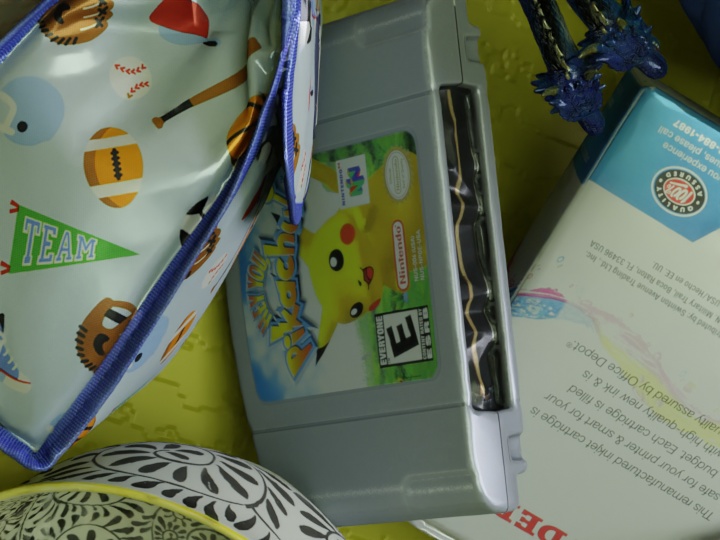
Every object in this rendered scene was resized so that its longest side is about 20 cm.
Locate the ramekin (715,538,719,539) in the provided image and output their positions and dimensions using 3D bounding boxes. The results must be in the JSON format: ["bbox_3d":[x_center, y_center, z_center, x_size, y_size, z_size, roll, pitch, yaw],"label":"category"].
[{"bbox_3d":[0.179,0.210,0.924,0.199,0.105,0.201,-4,115,-8],"label":"ramekin"}]

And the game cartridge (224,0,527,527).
[{"bbox_3d":[0.000,0.000,0.928,0.040,0.133,0.201,-1,82,-40],"label":"game cartridge"}]

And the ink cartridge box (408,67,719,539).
[{"bbox_3d":[0.121,0.040,0.967,0.144,0.085,0.200,31,99,-5],"label":"ink cartridge box"}]

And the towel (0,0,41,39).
[{"bbox_3d":[-0.115,-0.129,0.846,0.191,0.200,0.032,-24,83,-17],"label":"towel"}]

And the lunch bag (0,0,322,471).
[{"bbox_3d":[-0.080,-0.042,0.843,0.124,0.170,0.200,35,94,-2],"label":"lunch bag"}]

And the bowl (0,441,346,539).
[{"bbox_3d":[-0.065,0.134,0.915,0.201,0.200,0.094,53,37,-17],"label":"bowl"}]

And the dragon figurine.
[{"bbox_3d":[0.049,-0.146,0.894,0.059,0.099,0.200,-33,112,11],"label":"dragon figurine"}]

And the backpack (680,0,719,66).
[{"bbox_3d":[0.219,-0.132,0.963,0.200,0.168,0.163,2,134,-42],"label":"backpack"}]
